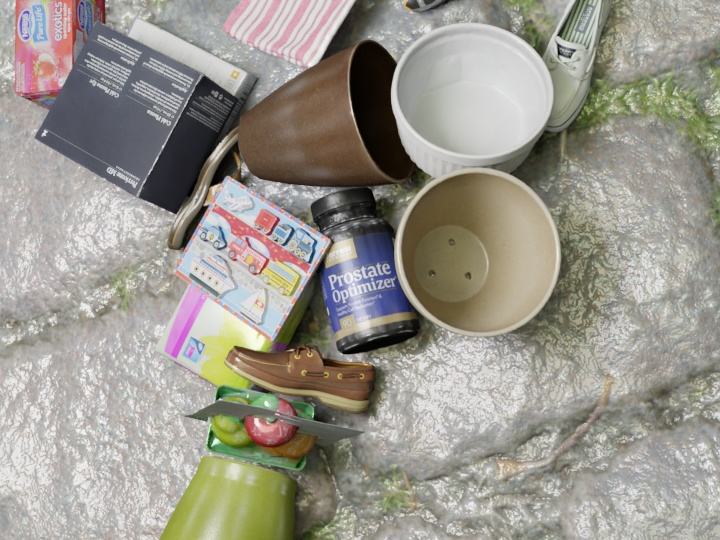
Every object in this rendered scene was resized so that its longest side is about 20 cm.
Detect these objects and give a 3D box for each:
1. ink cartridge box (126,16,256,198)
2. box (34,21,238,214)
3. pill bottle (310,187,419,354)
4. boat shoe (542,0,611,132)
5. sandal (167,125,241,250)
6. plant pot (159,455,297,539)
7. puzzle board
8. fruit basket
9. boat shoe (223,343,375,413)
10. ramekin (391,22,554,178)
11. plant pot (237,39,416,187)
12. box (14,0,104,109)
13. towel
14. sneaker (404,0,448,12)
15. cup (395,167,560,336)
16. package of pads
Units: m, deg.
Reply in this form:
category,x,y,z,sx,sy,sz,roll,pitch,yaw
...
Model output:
category,x,y,z,sx,sy,sz,roll,pitch,yaw
ink cartridge box,-0.277,-0.231,1.696,0.200,0.043,0.198,29,91,17
box,-0.302,-0.205,1.614,0.200,0.104,0.182,30,90,25
pill bottle,0.000,0.000,1.552,0.112,0.112,0.200,-18,79,13
boat shoe,0.265,-0.279,1.535,0.074,0.067,0.200,15,87,17
sandal,-0.198,-0.108,1.643,0.055,0.082,0.200,30,91,1
plant pot,-0.165,0.344,1.528,0.200,0.200,0.193,10,74,17
puzzle board,-0.146,-0.018,1.559,0.200,0.017,0.151,32,93,33
fruit basket,-0.111,0.185,1.487,0.185,0.200,0.094,14,67,-16
boat shoe,-0.075,0.125,1.543,0.200,0.072,0.068,17,99,-16
ramekin,0.136,-0.201,1.514,0.200,0.105,0.200,1,65,-1
plant pot,-0.054,-0.184,1.569,0.200,0.187,0.187,-12,80,27
box,-0.432,-0.341,1.724,0.095,0.100,0.200,-4,83,15
towel,-0.094,-0.362,1.632,0.200,0.030,0.146,29,92,40
sneaker,0.060,-0.439,1.611,0.077,0.078,0.200,-29,77,17
cup,0.128,-0.014,1.478,0.200,0.143,0.200,1,83,-11
package of pads,-0.162,0.059,1.613,0.154,0.068,0.200,27,92,18
